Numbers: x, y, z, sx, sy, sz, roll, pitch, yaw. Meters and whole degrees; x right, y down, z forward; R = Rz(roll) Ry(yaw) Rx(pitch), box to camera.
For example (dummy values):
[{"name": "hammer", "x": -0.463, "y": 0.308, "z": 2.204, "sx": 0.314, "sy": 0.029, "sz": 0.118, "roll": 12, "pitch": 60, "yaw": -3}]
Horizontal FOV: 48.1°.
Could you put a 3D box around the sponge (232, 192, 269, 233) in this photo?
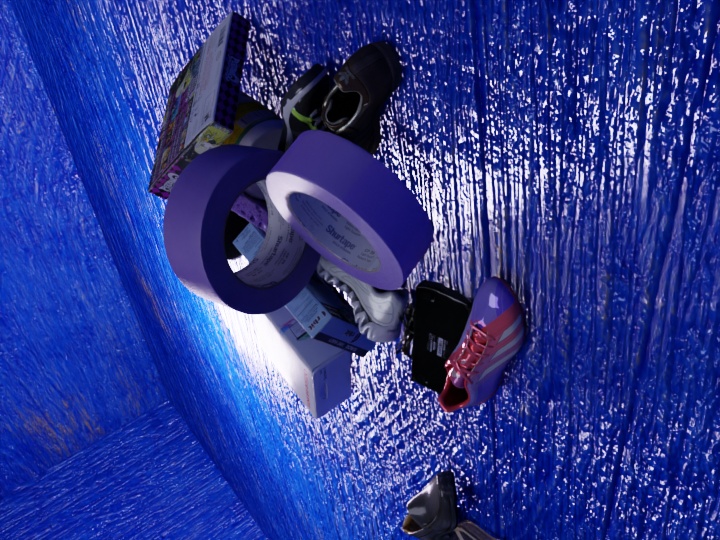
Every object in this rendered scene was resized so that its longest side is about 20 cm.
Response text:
[{"name": "sponge", "x": -0.133, "y": -0.073, "z": 1.157, "sx": 0.199, "sy": 0.030, "sz": 0.111, "roll": 35, "pitch": -177, "yaw": -26}]

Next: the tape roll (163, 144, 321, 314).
[{"name": "tape roll", "x": -0.141, "y": -0.053, "z": 1.010, "sx": 0.084, "sy": 0.199, "sz": 0.203, "roll": 14, "pitch": 130, "yaw": 42}]

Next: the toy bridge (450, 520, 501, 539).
[{"name": "toy bridge", "x": 0.169, "y": 0.413, "z": 1.216, "sx": 0.068, "sy": 0.027, "sz": 0.200, "roll": 60, "pitch": 158, "yaw": 9}]

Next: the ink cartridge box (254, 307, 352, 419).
[{"name": "ink cartridge box", "x": -0.101, "y": 0.133, "z": 1.407, "sx": 0.200, "sy": 0.083, "sz": 0.146, "roll": 46, "pitch": 153, "yaw": 34}]

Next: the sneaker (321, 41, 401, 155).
[{"name": "sneaker", "x": -0.017, "y": -0.174, "z": 0.893, "sx": 0.071, "sy": 0.075, "sz": 0.201, "roll": 54, "pitch": 156, "yaw": 15}]

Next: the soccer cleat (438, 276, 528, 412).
[{"name": "soccer cleat", "x": 0.129, "y": 0.088, "z": 0.875, "sx": 0.067, "sy": 0.076, "sz": 0.202, "roll": 48, "pitch": 154, "yaw": 29}]

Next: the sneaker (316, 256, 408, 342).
[{"name": "sneaker", "x": 0.000, "y": 0.000, "z": 1.079, "sx": 0.201, "sy": 0.074, "sz": 0.082, "roll": 50, "pitch": 136, "yaw": 31}]

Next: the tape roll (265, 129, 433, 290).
[{"name": "tape roll", "x": -0.014, "y": -0.067, "z": 0.931, "sx": 0.199, "sy": 0.066, "sz": 0.201, "roll": 35, "pitch": 163, "yaw": 13}]

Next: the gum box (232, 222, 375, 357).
[{"name": "gum box", "x": -0.076, "y": 0.030, "z": 1.172, "sx": 0.200, "sy": 0.045, "sz": 0.170, "roll": 48, "pitch": -173, "yaw": 28}]

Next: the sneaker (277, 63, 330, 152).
[{"name": "sneaker", "x": -0.051, "y": -0.174, "z": 1.002, "sx": 0.082, "sy": 0.072, "sz": 0.201, "roll": 39, "pitch": 157, "yaw": 9}]

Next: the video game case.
[{"name": "video game case", "x": -0.218, "y": -0.222, "z": 1.089, "sx": 0.180, "sy": 0.035, "sz": 0.203, "roll": -34, "pitch": 43, "yaw": 41}]

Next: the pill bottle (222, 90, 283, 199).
[{"name": "pill bottle", "x": -0.173, "y": -0.193, "z": 1.161, "sx": 0.199, "sy": 0.112, "sz": 0.114, "roll": 40, "pitch": 149, "yaw": 41}]

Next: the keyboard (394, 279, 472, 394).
[{"name": "keyboard", "x": 0.096, "y": 0.078, "z": 1.010, "sx": 0.103, "sy": 0.040, "sz": 0.202, "roll": 24, "pitch": 141, "yaw": 21}]

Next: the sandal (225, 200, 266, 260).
[{"name": "sandal", "x": -0.186, "y": -0.082, "z": 1.218, "sx": 0.045, "sy": 0.201, "sz": 0.075, "roll": -25, "pitch": 117, "yaw": 41}]

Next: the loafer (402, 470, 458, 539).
[{"name": "loafer", "x": 0.105, "y": 0.361, "z": 1.211, "sx": 0.202, "sy": 0.071, "sz": 0.074, "roll": 94, "pitch": 176, "yaw": -49}]
